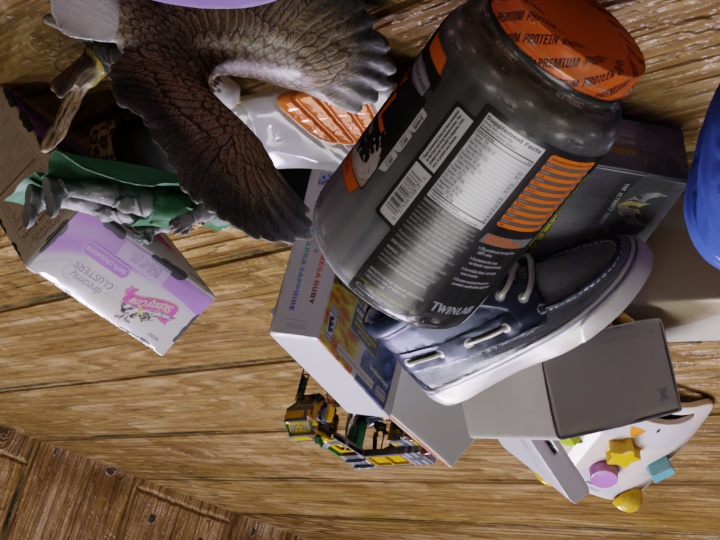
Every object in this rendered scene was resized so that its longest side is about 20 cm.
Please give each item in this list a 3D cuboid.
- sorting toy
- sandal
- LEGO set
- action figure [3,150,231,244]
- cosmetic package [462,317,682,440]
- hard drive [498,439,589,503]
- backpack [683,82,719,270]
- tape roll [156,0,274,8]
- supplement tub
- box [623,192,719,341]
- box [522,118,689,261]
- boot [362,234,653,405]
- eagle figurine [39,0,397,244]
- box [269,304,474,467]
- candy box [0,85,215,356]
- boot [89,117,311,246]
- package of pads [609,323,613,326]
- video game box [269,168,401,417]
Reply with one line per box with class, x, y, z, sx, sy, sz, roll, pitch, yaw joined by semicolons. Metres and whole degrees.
sorting toy;0.285;0.166;1.618;0.199;0.107;0.180;19;143;-11
sandal;-0.040;-0.114;1.060;0.205;0.059;0.079;-1;134;16
LEGO set;0.022;0.102;1.463;0.115;0.201;0.154;-9;138;37
action figure;-0.145;-0.048;1.096;0.199;0.055;0.118;2;172;-35
cosmetic package;0.153;0.087;1.152;0.103;0.074;0.200;-11;176;-16
hard drive;0.160;0.157;1.552;0.132;0.026;0.200;56;174;-15
backpack;0.283;-0.044;0.838;0.199;0.163;0.168;15;166;-3
tape roll;-0.107;-0.221;0.759;0.199;0.085;0.200;14;161;5
supplement tub;0.069;-0.072;0.877;0.122;0.123;0.200;23;123;-24
box;0.289;-0.006;1.062;0.199;0.095;0.078;-6;152;46
box;0.116;-0.035;1.054;0.157;0.049;0.200;9;146;-13
boot;0.098;0.018;1.031;0.200;0.073;0.090;-35;117;26
eagle figurine;-0.097;-0.124;0.958;0.199;0.152;0.151;23;-150;27
box;0.027;0.070;1.346;0.200;0.098;0.124;41;176;-6
candy box;-0.232;-0.042;1.244;0.168;0.072;0.200;41;-175;-46
boot;-0.116;-0.073;1.226;0.150;0.074;0.200;-3;151;43
package of pads;0.162;0.053;1.369;0.120;0.076;0.200;7;160;26
video game box;0.000;0.000;1.172;0.047;0.183;0.200;5;160;19
